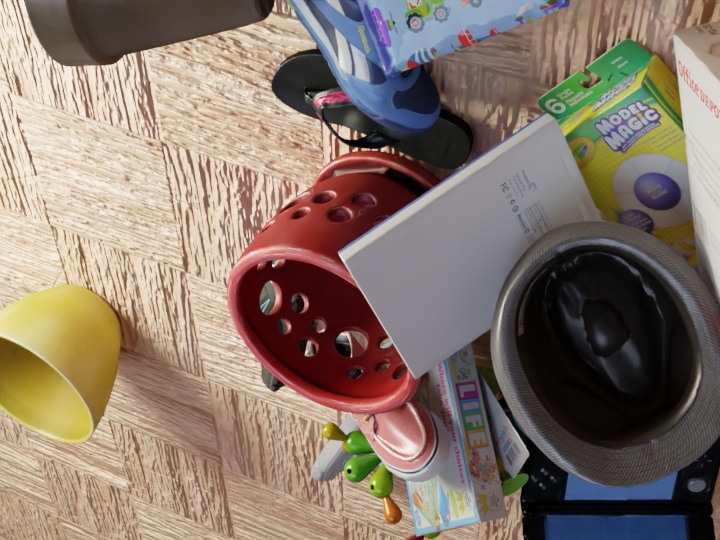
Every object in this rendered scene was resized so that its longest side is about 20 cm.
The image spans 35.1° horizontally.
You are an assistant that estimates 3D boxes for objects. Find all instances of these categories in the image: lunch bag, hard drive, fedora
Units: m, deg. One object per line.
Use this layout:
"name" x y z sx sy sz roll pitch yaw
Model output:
"lunch bag" 0.055 -0.269 0.818 0.149 0.094 0.202 -16 111 28
"hard drive" 0.096 -0.017 0.919 0.133 0.198 0.025 57 178 -30
"fedora" 0.196 0.060 0.894 0.176 0.090 0.201 -37 83 15

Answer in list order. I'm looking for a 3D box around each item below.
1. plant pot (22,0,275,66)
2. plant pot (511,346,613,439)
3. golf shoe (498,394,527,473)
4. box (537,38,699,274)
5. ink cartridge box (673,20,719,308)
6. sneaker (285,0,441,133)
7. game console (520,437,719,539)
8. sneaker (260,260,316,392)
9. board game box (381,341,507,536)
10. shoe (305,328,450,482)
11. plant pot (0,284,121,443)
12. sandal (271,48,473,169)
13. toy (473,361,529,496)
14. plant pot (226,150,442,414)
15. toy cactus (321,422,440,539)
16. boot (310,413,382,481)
"plant pot" -0.158 -0.262 0.911 0.170 0.202 0.202 5 137 8
"plant pot" 0.206 0.093 1.021 0.198 0.136 0.201 28 155 15
"golf shoe" 0.213 0.214 1.216 0.198 0.089 0.078 31 140 0
"box" 0.238 -0.084 0.917 0.200 0.049 0.117 45 140 -11
"ink cartridge box" 0.282 -0.060 0.788 0.081 0.147 0.203 -12 116 6
"sneaker" 0.012 -0.199 0.933 0.082 0.074 0.201 -18 120 42
"game console" 0.262 0.244 1.115 0.196 0.120 0.175 0 125 -1
"sneaker" -0.093 0.052 1.284 0.079 0.075 0.202 31 135 20
"board game box" 0.081 0.159 1.154 0.034 0.204 0.134 -4 165 -26
"shoe" 0.010 0.130 1.132 0.091 0.072 0.200 41 -178 -34
"plant pot" -0.390 0.102 1.472 0.197 0.143 0.202 19 141 17
"sandal" 0.005 -0.139 1.020 0.197 0.045 0.076 24 141 12
"toy" 0.119 0.139 1.168 0.046 0.202 0.116 -4 138 -26
"plant pot" 0.000 0.000 1.060 0.197 0.184 0.202 19 141 16
"toy cactus" 0.057 0.193 1.254 0.202 0.163 0.103 58 171 19
"boot" 0.010 0.222 1.373 0.095 0.074 0.201 37 141 6
